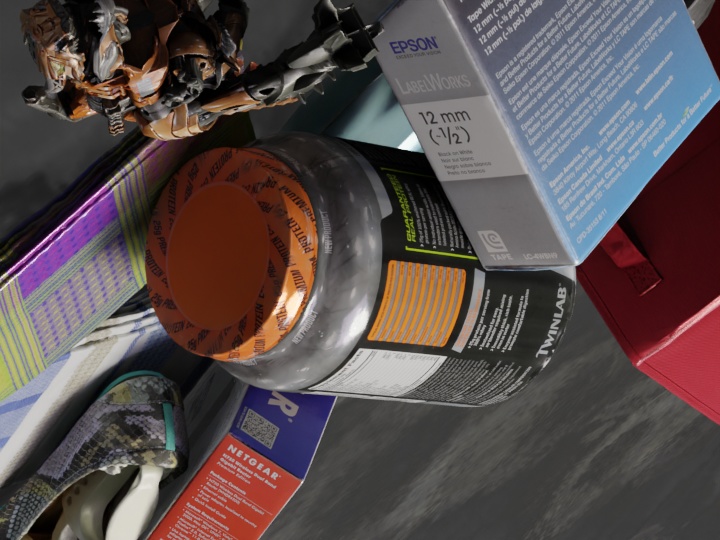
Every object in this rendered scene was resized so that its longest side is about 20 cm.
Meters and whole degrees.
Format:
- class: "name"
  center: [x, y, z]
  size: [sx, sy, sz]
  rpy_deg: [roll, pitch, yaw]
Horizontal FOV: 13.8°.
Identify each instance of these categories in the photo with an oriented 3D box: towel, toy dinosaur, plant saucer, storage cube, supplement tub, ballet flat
- class: "towel"
  center: [-0.121, -0.016, 1.390]
  size: [0.200, 0.023, 0.144]
  rpy_deg: [-43, 165, -13]
- class: "towel"
  center: [-0.144, 0.060, 1.553]
  size: [0.199, 0.024, 0.147]
  rpy_deg: [-20, 155, -47]
- class: "toy dinosaur"
  center: [-0.071, -0.101, 1.252]
  size: [0.135, 0.103, 0.200]
  rpy_deg: [-30, -175, 15]
- class: "plant saucer"
  center: [0.008, -0.075, 1.537]
  size: [0.200, 0.027, 0.200]
  rpy_deg: [-40, 164, -14]
- class: "storage cube"
  center: [0.220, -0.040, 1.783]
  size: [0.179, 0.171, 0.200]
  rpy_deg: [-38, 152, 12]
- class: "supplement tub"
  center: [0.000, 0.000, 1.418]
  size: [0.199, 0.123, 0.123]
  rpy_deg: [9, 130, -48]
- class: "ballet flat"
  center: [-0.152, 0.134, 1.570]
  size: [0.072, 0.072, 0.200]
  rpy_deg: [-21, 158, -49]

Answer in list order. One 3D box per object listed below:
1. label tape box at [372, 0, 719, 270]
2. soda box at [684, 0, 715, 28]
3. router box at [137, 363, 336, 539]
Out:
- class: "label tape box"
  center: [0.075, -0.122, 1.372]
  size: [0.066, 0.201, 0.143]
  rpy_deg: [-4, -147, 46]
- class: "soda box"
  center: [0.118, -0.111, 1.563]
  size: [0.200, 0.063, 0.071]
  rpy_deg: [-48, 169, -30]
- class: "router box"
  center: [-0.073, 0.103, 1.623]
  size: [0.180, 0.049, 0.200]
  rpy_deg: [-53, -172, 32]
